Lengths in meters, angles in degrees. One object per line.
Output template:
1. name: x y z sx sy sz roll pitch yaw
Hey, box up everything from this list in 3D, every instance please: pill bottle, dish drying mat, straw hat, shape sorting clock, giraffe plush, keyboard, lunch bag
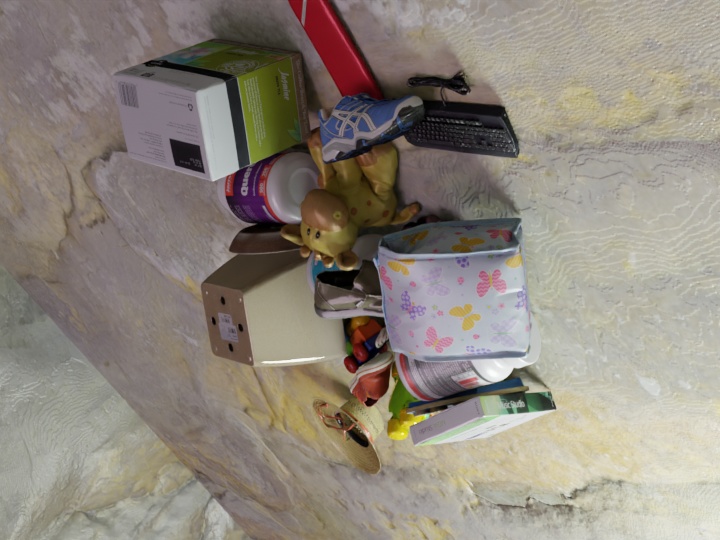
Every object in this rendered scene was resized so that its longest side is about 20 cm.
1. pill bottle: -0.147 -0.131 1.789 0.199 0.113 0.113 4 134 52
2. dish drying mat: -0.034 -0.296 1.496 0.077 0.018 0.201 5 134 50
3. straw hat: -0.004 0.306 2.254 0.201 0.085 0.202 37 150 25
4. pill bottle: 0.000 0.000 1.753 0.111 0.111 0.200 51 159 -15
5. pill bottle: 0.159 0.117 1.659 0.199 0.116 0.116 -21 115 37
6. shape sorting clock: 0.170 0.208 1.771 0.200 0.199 0.040 -26 76 62
7. giraffe plush: -0.032 -0.092 1.625 0.172 0.162 0.201 7 135 50
8. keyboard: 0.110 -0.200 1.432 0.199 0.021 0.128 12 140 46
9. lunch bag: 0.125 0.024 1.507 0.198 0.127 0.171 -5 114 11

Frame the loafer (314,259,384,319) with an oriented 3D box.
1. loafer: 0.019 0.023 1.611 0.198 0.075 0.070 -9 120 17

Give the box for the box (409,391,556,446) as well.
1. box: 0.189 0.226 1.717 0.144 0.199 0.037 -29 70 36

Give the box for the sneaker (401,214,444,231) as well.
1. sneaker: 0.103 -0.016 1.666 0.115 0.076 0.201 43 145 16

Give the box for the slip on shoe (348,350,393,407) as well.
1. slip on shoe: 0.027 0.194 1.984 0.061 0.074 0.200 55 158 13

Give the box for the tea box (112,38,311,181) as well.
1. tea box: -0.211 -0.236 1.603 0.199 0.196 0.135 18 124 40

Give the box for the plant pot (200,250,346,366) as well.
1. plant pot: -0.164 0.067 1.953 0.199 0.176 0.202 9 111 49

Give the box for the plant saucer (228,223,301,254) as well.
1. plant saucer: -0.114 -0.060 1.785 0.199 0.199 0.032 4 105 52

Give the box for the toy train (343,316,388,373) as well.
1. toy train: 0.003 0.091 1.950 0.116 0.084 0.200 53 155 11

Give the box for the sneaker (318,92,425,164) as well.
1. sneaker: 0.005 -0.200 1.479 0.199 0.075 0.078 -16 91 49

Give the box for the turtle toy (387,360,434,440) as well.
1. turtle toy: 0.103 0.225 1.948 0.100 0.147 0.200 10 156 -11
